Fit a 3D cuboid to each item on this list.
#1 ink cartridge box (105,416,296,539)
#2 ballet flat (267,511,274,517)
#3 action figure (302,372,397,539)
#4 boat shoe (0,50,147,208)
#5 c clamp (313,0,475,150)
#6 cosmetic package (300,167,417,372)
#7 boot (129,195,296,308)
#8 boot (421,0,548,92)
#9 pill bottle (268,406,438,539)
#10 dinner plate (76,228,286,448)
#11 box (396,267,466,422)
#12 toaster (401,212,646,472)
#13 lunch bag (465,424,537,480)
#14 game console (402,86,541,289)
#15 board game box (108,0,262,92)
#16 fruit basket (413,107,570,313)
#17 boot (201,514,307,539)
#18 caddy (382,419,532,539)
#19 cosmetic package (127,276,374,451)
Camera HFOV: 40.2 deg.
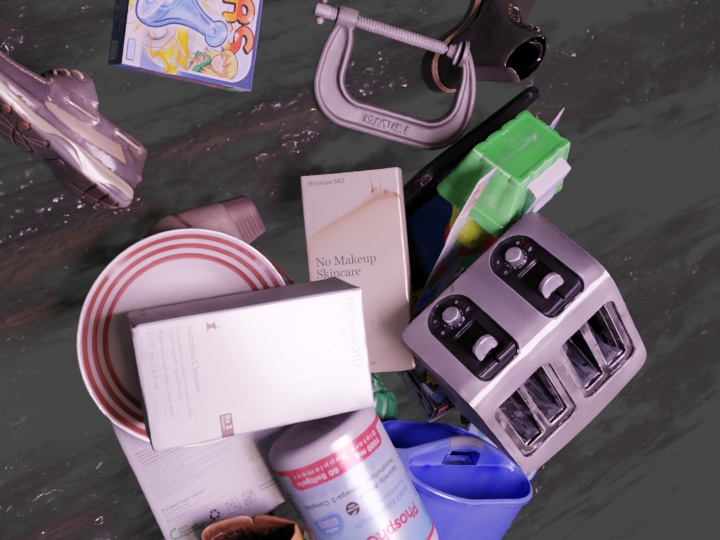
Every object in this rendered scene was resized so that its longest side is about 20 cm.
[{"bbox_3d":[-0.130,0.141,0.945,0.199,0.041,0.201,-24,98,-12],"label":"ink cartridge box"},{"bbox_3d":[-0.116,0.229,1.013,0.065,0.070,0.202,3,93,-11],"label":"ballet flat"},{"bbox_3d":[-0.001,0.202,1.090,0.117,0.055,0.202,7,97,-36],"label":"action figure"},{"bbox_3d":[-0.261,-0.134,0.835,0.200,0.074,0.074,48,59,-42],"label":"boat shoe"},{"bbox_3d":[0.036,-0.221,1.022,0.199,0.027,0.172,20,95,-11],"label":"c clamp"},{"bbox_3d":[0.000,0.000,1.002,0.103,0.073,0.202,-6,94,5],"label":"cosmetic package"},{"bbox_3d":[-0.139,0.028,0.956,0.146,0.070,0.201,-35,117,-20],"label":"boot"},{"bbox_3d":[0.176,-0.269,1.094,0.200,0.138,0.078,-54,124,-18],"label":"boot"},{"bbox_3d":[0.004,0.228,0.904,0.108,0.109,0.201,-31,98,-29],"label":"pill bottle"},{"bbox_3d":[-0.155,0.061,0.895,0.199,0.024,0.202,-2,97,-17],"label":"dinner plate"},{"bbox_3d":[0.125,0.064,1.100,0.199,0.137,0.040,-25,154,-21],"label":"box"},{"bbox_3d":[0.161,0.078,0.953,0.181,0.119,0.200,-42,136,-4],"label":"toaster"},{"bbox_3d":[0.205,0.156,1.196,0.201,0.082,0.161,-61,156,-12],"label":"lunch bag"},{"bbox_3d":[0.131,-0.085,1.109,0.200,0.176,0.117,-39,89,-26],"label":"game console"},{"bbox_3d":[-0.152,-0.277,0.908,0.135,0.034,0.202,5,95,-37],"label":"board game box"},{"bbox_3d":[0.139,-0.057,1.026,0.185,0.093,0.201,-38,153,-41],"label":"fruit basket"},{"bbox_3d":[-0.128,0.299,0.929,0.077,0.198,0.156,-89,167,-45],"label":"boot"},{"bbox_3d":[0.089,0.217,1.033,0.199,0.141,0.106,11,112,-43],"label":"caddy"},{"bbox_3d":[-0.095,0.078,0.863,0.198,0.081,0.114,-11,99,-15],"label":"cosmetic package"}]
